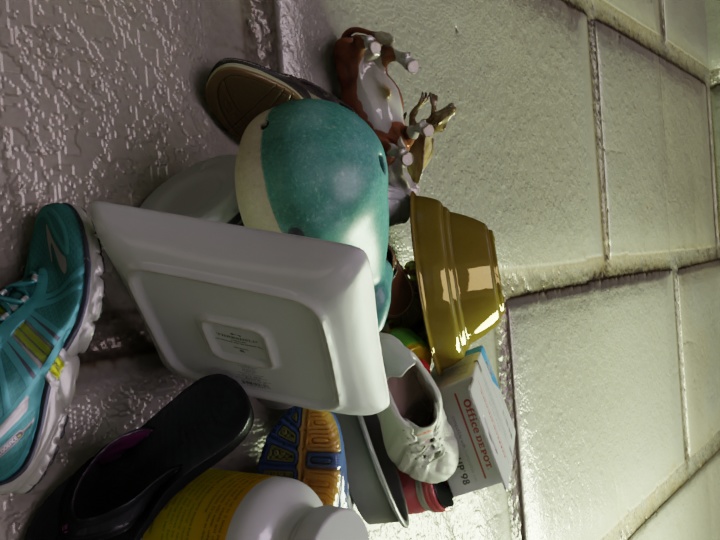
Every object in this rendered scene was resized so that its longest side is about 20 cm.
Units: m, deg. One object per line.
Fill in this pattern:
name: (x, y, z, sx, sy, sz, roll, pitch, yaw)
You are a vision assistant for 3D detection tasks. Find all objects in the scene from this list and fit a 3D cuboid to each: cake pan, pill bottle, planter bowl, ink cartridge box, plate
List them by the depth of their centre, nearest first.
plate: (-0.082, 0.041, 0.614, 0.201, 0.197, 0.033, 81, 23, -51)
pill bottle: (-0.093, 0.202, 0.633, 0.104, 0.198, 0.106, 7, 81, -54)
pill bottle: (-0.095, 0.015, 0.721, 0.115, 0.113, 0.201, -59, 134, -39)
cake pan: (-0.002, 0.155, 0.831, 0.200, 0.036, 0.203, -20, 91, -87)
planter bowl: (0.110, 0.008, 0.928, 0.200, 0.082, 0.204, -9, 90, -81)
ink cartridge box: (0.118, 0.165, 0.941, 0.200, 0.066, 0.117, -28, 97, -76)

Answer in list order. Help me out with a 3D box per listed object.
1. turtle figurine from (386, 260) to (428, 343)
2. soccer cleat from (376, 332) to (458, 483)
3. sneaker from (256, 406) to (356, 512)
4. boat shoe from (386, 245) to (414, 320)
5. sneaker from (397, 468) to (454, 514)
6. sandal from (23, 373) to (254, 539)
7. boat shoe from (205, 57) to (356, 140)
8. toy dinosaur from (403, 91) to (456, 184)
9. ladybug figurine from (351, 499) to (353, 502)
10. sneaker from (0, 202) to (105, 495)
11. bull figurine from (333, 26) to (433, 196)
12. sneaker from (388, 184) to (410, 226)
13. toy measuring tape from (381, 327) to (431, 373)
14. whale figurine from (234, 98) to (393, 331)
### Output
turtle figurine: (0.044, 0.057, 0.962, 0.161, 0.064, 0.202, 46, 52, -44)
soccer cleat: (0.052, 0.142, 0.805, 0.069, 0.077, 0.201, -39, 125, -16)
sneaker: (-0.037, 0.207, 0.716, 0.088, 0.074, 0.203, 0, 92, -66)
boat shoe: (0.000, 0.000, 0.812, 0.200, 0.068, 0.073, 37, 81, -45)
sneaker: (0.059, 0.209, 0.975, 0.200, 0.086, 0.075, -60, 129, -71)
sandal: (-0.163, 0.144, 0.603, 0.200, 0.075, 0.048, -44, 153, -18)
boat shoe: (-0.067, -0.150, 0.823, 0.199, 0.073, 0.065, 26, 34, -41)
toy dinosaur: (0.066, -0.139, 1.009, 0.201, 0.057, 0.102, 100, -10, -56)
ladybug figurine: (-0.075, 0.245, 0.768, 0.201, 0.071, 0.137, -54, 129, -43)
sneaker: (-0.225, 0.044, 0.569, 0.079, 0.077, 0.203, 25, 65, -38)
bull figurine: (0.025, -0.164, 0.926, 0.065, 0.121, 0.202, -27, 105, -23)
sneaker: (-0.020, -0.043, 0.883, 0.199, 0.077, 0.101, -6, 100, -48)
toy measuring tape: (0.030, 0.071, 0.854, 0.201, 0.073, 0.074, 68, 36, -48)
whale figurine: (-0.012, -0.040, 0.662, 0.201, 0.103, 0.160, 56, 28, -36)
